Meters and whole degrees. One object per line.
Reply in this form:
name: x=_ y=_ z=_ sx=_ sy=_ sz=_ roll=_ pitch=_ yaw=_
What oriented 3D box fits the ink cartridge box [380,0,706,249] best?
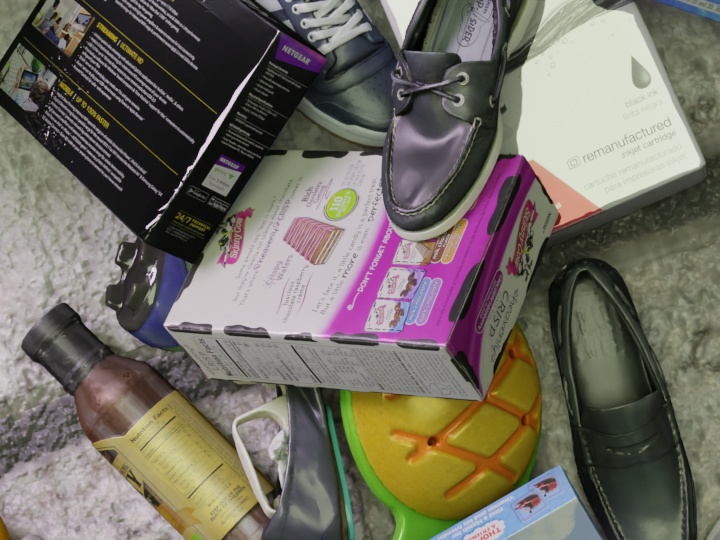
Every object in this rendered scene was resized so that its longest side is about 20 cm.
ink cartridge box: x=0.108 y=-0.123 z=1.513 sx=0.144 sy=0.084 sz=0.201 roll=-23 pitch=83 yaw=5

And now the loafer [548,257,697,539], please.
loafer: x=0.157 y=0.091 z=1.499 sx=0.068 sy=0.070 sz=0.202 roll=-16 pitch=84 yaw=5

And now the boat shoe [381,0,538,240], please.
boat shoe: x=0.050 y=-0.116 z=1.411 sx=0.074 sy=0.066 sz=0.200 roll=10 pitch=66 yaw=33

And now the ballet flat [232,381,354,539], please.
ballet flat: x=-0.046 y=0.077 z=1.504 sx=0.073 sy=0.073 sz=0.201 roll=-8 pitch=69 yaw=6

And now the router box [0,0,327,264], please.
router box: x=-0.129 y=-0.119 z=1.501 sx=0.200 sy=0.051 sz=0.150 roll=41 pitch=101 yaw=40

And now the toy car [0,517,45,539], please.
toy car: x=-0.277 y=0.231 z=1.498 sx=0.174 sy=0.150 sz=0.201 roll=13 pitch=87 yaw=7

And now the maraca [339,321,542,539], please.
maraca: x=0.054 y=0.099 z=1.491 sx=0.136 sy=0.107 sz=0.201 roll=-12 pitch=91 yaw=-24

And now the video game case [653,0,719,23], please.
video game case: x=0.255 y=-0.225 z=1.439 sx=0.199 sy=0.046 sz=0.182 roll=15 pitch=120 yaw=-23

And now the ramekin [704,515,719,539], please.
ramekin: x=0.293 y=0.209 z=1.463 sx=0.201 sy=0.094 sz=0.204 roll=-1 pitch=85 yaw=7

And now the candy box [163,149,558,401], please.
candy box: x=0.000 y=0.000 z=1.443 sx=0.199 sy=0.061 sz=0.137 roll=4 pitch=56 yaw=33

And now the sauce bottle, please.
sauce bottle: x=-0.129 y=0.102 z=1.536 sx=0.200 sy=0.065 sz=0.065 roll=45 pitch=92 yaw=9

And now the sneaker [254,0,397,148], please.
sneaker: x=-0.029 y=-0.171 z=1.504 sx=0.070 sy=0.109 sz=0.200 roll=-32 pitch=71 yaw=-27

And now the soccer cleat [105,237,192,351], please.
soccer cleat: x=-0.093 y=-0.044 z=1.552 sx=0.083 sy=0.065 sz=0.201 roll=26 pitch=79 yaw=-29

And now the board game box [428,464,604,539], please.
board game box: x=0.066 y=0.221 z=1.472 sx=0.199 sy=0.037 sz=0.152 roll=-31 pitch=126 yaw=3
